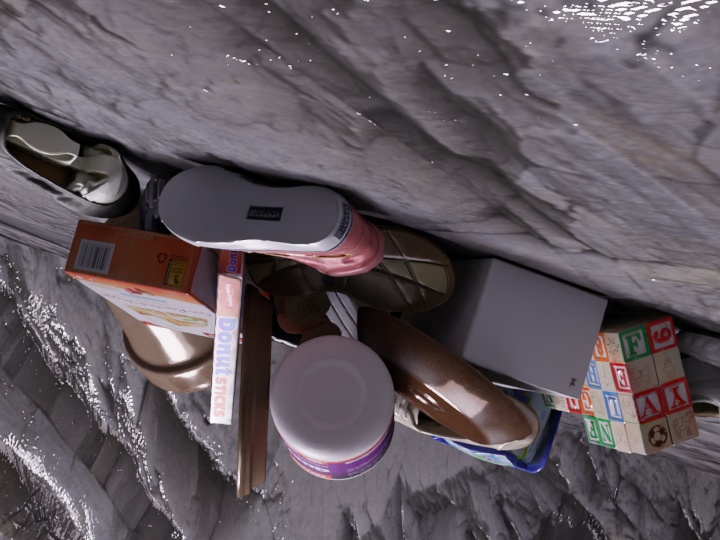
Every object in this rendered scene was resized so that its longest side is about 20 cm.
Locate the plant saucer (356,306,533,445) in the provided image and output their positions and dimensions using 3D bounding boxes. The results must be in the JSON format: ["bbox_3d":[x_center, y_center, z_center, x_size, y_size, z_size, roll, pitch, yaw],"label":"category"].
[{"bbox_3d":[0.069,0.107,1.442,0.200,0.037,0.200,36,169,8],"label":"plant saucer"}]

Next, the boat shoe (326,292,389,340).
[{"bbox_3d":[-0.001,0.040,1.601,0.071,0.072,0.201,6,-141,-32],"label":"boat shoe"}]

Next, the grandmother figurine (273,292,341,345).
[{"bbox_3d":[-0.071,0.013,1.553,0.060,0.122,0.200,-15,-158,-10],"label":"grandmother figurine"}]

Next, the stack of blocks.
[{"bbox_3d":[0.237,0.104,1.482,0.058,0.116,0.200,-16,-175,-18],"label":"stack of blocks"}]

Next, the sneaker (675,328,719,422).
[{"bbox_3d":[0.377,0.114,1.416,0.199,0.080,0.074,12,171,29],"label":"sneaker"}]

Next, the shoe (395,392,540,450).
[{"bbox_3d":[0.086,0.134,1.570,0.199,0.070,0.053,16,-170,8],"label":"shoe"}]

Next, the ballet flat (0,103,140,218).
[{"bbox_3d":[-0.263,-0.095,1.395,0.068,0.069,0.199,-1,163,44],"label":"ballet flat"}]

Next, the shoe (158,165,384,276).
[{"bbox_3d":[-0.077,-0.037,1.342,0.199,0.072,0.091,8,164,32],"label":"shoe"}]

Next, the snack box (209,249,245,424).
[{"bbox_3d":[-0.123,0.051,1.431,0.024,0.072,0.201,5,134,-4],"label":"snack box"}]

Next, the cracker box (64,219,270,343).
[{"bbox_3d":[-0.185,0.015,1.521,0.133,0.058,0.200,10,167,19],"label":"cracker box"}]

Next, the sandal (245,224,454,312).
[{"bbox_3d":[-0.008,-0.011,1.405,0.199,0.081,0.054,3,-156,21],"label":"sandal"}]

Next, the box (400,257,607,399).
[{"bbox_3d":[0.127,0.053,1.470,0.124,0.098,0.200,19,174,-17],"label":"box"}]

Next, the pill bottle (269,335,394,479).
[{"bbox_3d":[-0.023,0.134,1.447,0.112,0.113,0.200,16,166,6],"label":"pill bottle"}]

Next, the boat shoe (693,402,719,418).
[{"bbox_3d":[0.337,0.116,1.577,0.199,0.073,0.068,15,172,0],"label":"boat shoe"}]

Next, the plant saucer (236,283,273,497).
[{"bbox_3d":[-0.100,0.114,1.458,0.029,0.202,0.200,3,175,-4],"label":"plant saucer"}]

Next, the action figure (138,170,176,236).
[{"bbox_3d":[-0.154,-0.052,1.479,0.130,0.070,0.200,27,166,-23],"label":"action figure"}]

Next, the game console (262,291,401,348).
[{"bbox_3d":[-0.010,0.049,1.677,0.199,0.031,0.177,17,-146,-5],"label":"game console"}]

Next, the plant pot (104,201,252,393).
[{"bbox_3d":[-0.219,0.014,1.772,0.199,0.201,0.175,12,156,38],"label":"plant pot"}]

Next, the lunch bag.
[{"bbox_3d":[0.164,0.128,1.697,0.127,0.171,0.200,18,174,13],"label":"lunch bag"}]
